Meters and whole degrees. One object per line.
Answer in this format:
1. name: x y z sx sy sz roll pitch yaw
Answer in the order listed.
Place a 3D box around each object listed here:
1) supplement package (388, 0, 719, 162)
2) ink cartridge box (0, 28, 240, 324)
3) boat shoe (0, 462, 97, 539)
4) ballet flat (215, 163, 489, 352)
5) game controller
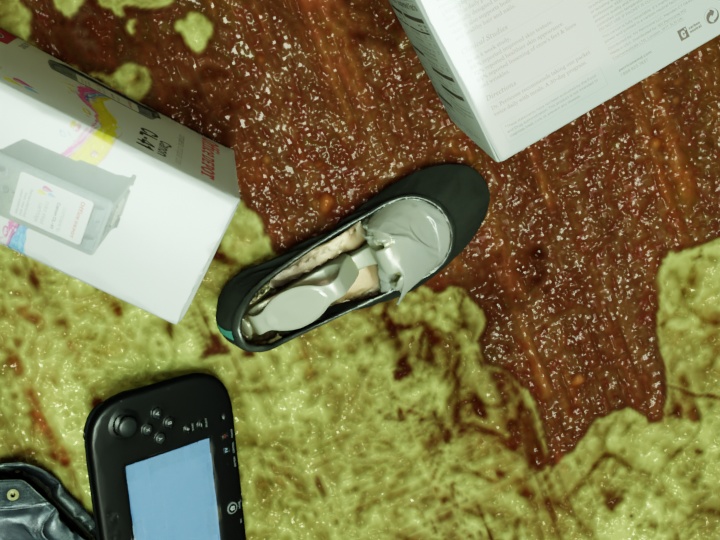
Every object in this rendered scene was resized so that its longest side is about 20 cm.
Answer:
1. supplement package: 0.083 -0.197 0.698 0.151 0.151 0.201 -29 107 2
2. ink cartridge box: -0.175 -0.065 0.705 0.199 0.148 0.086 25 102 -14
3. boat shoe: -0.261 0.148 0.797 0.091 0.071 0.200 -44 112 5
4. ballet flat: 0.000 0.000 0.784 0.199 0.068 0.068 -30 106 2
5. game controller: -0.126 0.169 0.818 0.103 0.042 0.202 -12 108 -25
